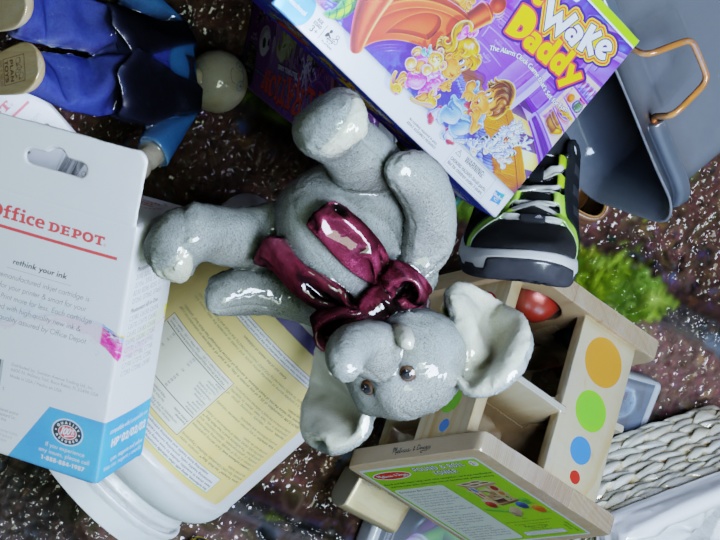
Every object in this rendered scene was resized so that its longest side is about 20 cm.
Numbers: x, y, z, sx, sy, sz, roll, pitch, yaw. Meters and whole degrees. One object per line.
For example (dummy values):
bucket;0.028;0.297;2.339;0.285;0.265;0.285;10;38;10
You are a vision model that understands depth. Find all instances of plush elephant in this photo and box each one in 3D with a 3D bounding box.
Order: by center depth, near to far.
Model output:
plush elephant;0.002;0.019;1.438;0.165;0.155;0.200;-33;152;23

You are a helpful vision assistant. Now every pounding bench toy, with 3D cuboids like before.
pounding bench toy;0.072;0.085;1.685;0.124;0.200;0.156;34;60;-31

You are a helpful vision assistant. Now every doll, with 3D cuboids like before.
doll;-0.143;-0.121;1.548;0.200;0.048;0.137;5;70;-52

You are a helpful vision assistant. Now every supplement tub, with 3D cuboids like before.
supplement tub;-0.097;0.066;1.598;0.200;0.145;0.145;-42;119;7

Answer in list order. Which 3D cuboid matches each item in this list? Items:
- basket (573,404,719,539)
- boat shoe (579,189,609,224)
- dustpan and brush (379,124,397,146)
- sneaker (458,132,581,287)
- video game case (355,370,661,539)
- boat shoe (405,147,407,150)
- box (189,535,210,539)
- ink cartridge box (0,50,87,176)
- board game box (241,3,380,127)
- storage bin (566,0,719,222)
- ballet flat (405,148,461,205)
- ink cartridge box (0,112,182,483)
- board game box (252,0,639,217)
basket;0.214;0.186;1.776;0.200;0.123;0.136;-17;120;-33
boat shoe;0.104;-0.108;1.684;0.072;0.068;0.200;-42;118;-6
dustpan and brush;0.003;-0.125;1.587;0.057;0.140;0.200;-11;113;-8
sneaker;0.099;-0.049;1.563;0.072;0.200;0.083;6;107;1
video game case;0.100;0.148;1.793;0.182;0.023;0.200;16;100;-28
boat shoe;0.046;-0.142;1.605;0.057;0.069;0.200;-3;109;6
box;-0.062;0.287;1.753;0.200;0.049;0.160;24;99;-29
ink cartridge box;-0.223;-0.053;1.556;0.116;0.067;0.200;-43;119;-5
board game box;-0.025;-0.148;1.537;0.032;0.200;0.120;1;106;-20
storage bin;0.185;-0.152;1.593;0.134;0.146;0.200;-35;115;-17
ballet flat;0.000;0.000;1.686;0.064;0.067;0.200;33;91;-2
ink cartridge box;-0.175;0.009;1.490;0.115;0.068;0.200;16;107;17
board game box;0.047;-0.143;1.431;0.200;0.045;0.135;41;85;-33
